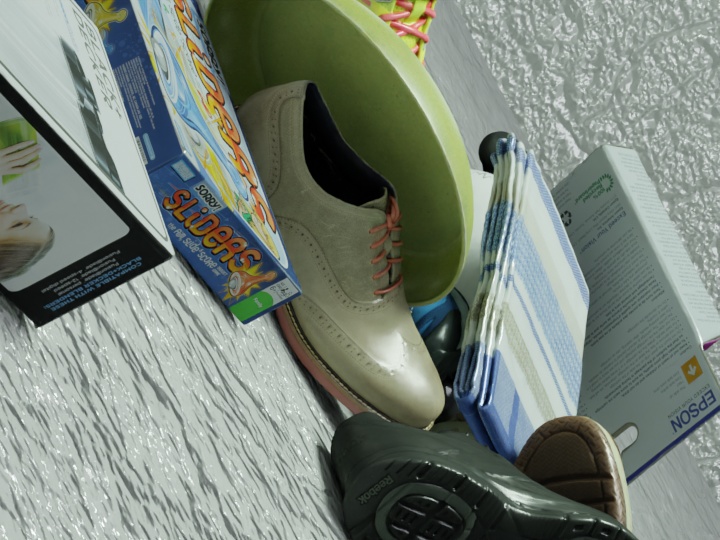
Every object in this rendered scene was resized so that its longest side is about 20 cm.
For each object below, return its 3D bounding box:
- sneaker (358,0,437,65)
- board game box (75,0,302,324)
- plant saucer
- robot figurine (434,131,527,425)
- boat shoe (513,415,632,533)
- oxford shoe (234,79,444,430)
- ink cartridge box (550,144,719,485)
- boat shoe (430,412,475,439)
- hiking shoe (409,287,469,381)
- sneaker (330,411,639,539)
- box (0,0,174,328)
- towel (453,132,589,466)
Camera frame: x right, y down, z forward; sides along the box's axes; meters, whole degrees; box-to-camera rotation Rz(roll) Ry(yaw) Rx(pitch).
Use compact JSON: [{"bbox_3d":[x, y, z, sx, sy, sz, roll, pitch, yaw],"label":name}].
[{"bbox_3d":[0.014,-0.158,1.692,0.078,0.090,0.201,-8,92,-45],"label":"sneaker"},{"bbox_3d":[-0.095,-0.087,1.409,0.135,0.034,0.200,52,14,-53],"label":"board game box"},{"bbox_3d":[-0.006,-0.074,1.541,0.200,0.031,0.200,38,-31,28],"label":"plant saucer"},{"bbox_3d":[0.071,0.008,1.812,0.151,0.124,0.200,66,7,16],"label":"robot figurine"},{"bbox_3d":[0.112,0.181,1.563,0.075,0.074,0.203,25,68,-66],"label":"boat shoe"},{"bbox_3d":[-0.006,-0.004,1.505,0.200,0.075,0.070,57,33,-12],"label":"oxford shoe"},{"bbox_3d":[0.144,0.055,1.907,0.043,0.196,0.201,4,54,-45],"label":"ink cartridge box"},{"bbox_3d":[0.074,0.113,1.717,0.074,0.063,0.200,63,10,5],"label":"boat shoe"},{"bbox_3d":[0.000,0.000,1.646,0.087,0.074,0.200,46,7,-33],"label":"hiking shoe"},{"bbox_3d":[0.069,0.122,1.471,0.200,0.076,0.091,31,15,-29],"label":"sneaker"},{"bbox_3d":[-0.143,-0.078,1.000,0.200,0.060,0.117,52,14,-54],"label":"box"},{"bbox_3d":[0.092,0.042,1.642,0.147,0.024,0.201,63,28,-43],"label":"towel"}]
